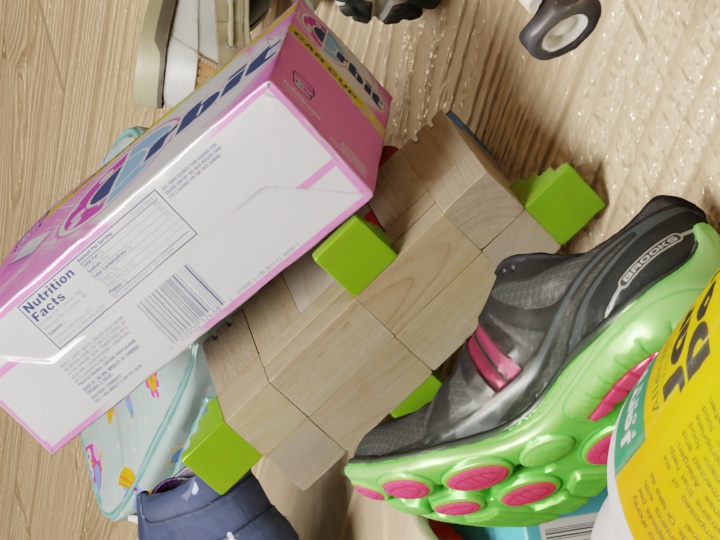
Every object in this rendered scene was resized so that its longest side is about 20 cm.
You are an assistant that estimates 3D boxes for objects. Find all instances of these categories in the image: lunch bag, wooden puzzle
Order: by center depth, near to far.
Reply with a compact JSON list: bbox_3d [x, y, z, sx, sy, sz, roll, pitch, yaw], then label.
[{"bbox_3d":[0.002,0.131,0.944,0.201,0.046,0.186,-111,30,-49],"label":"wooden puzzle"},{"bbox_3d":[-0.095,0.035,1.038,0.161,0.077,0.200,69,151,28],"label":"lunch bag"}]

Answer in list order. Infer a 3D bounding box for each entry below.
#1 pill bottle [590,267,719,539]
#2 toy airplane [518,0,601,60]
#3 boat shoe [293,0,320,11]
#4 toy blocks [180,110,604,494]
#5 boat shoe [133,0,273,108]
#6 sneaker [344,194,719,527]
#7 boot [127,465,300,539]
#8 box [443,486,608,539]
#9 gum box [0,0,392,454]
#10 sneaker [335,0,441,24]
[{"bbox_3d":[0.137,0.048,0.573,0.200,0.112,0.113,113,145,-55],"label":"pill bottle"},{"bbox_3d":[0.080,-0.165,0.633,0.201,0.141,0.199,56,-177,-20],"label":"toy airplane"},{"bbox_3d":[-0.036,-0.190,1.058,0.074,0.066,0.199,40,-179,6],"label":"boat shoe"},{"bbox_3d":[0.000,0.000,0.883,0.200,0.100,0.137,-44,25,7],"label":"toy blocks"},{"bbox_3d":[-0.084,-0.170,1.191,0.075,0.068,0.201,100,180,-54],"label":"boat shoe"},{"bbox_3d":[0.073,0.040,0.777,0.200,0.077,0.084,-35,43,36],"label":"sneaker"},{"bbox_3d":[-0.077,0.139,0.950,0.091,0.073,0.200,59,149,-1],"label":"boot"},{"bbox_3d":[0.063,0.152,0.908,0.200,0.049,0.083,133,128,-65],"label":"box"},{"bbox_3d":[-0.083,-0.017,0.867,0.066,0.200,0.114,47,-160,-15],"label":"gum box"},{"bbox_3d":[0.012,-0.207,0.917,0.201,0.076,0.085,107,156,-47],"label":"sneaker"}]
